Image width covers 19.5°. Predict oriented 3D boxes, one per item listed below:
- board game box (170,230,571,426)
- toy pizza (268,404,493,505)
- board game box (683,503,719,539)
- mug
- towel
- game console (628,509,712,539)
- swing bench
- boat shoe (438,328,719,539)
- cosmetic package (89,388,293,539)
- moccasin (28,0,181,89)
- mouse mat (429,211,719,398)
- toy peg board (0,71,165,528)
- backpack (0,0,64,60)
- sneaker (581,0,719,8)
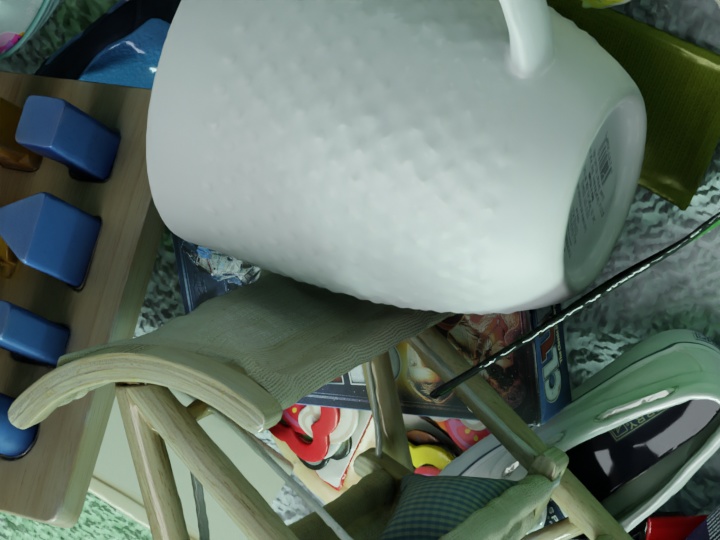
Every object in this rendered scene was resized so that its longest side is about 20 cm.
[{"bbox_3d":[0.000,0.000,1.017,0.199,0.035,0.137,2,111,31],"label":"board game box"},{"bbox_3d":[0.016,0.062,1.076,0.199,0.032,0.202,16,120,30],"label":"toy pizza"},{"bbox_3d":[0.221,0.177,1.030,0.164,0.057,0.200,10,141,-21],"label":"board game box"},{"bbox_3d":[0.021,-0.075,0.856,0.174,0.148,0.201,19,140,22],"label":"mug"},{"bbox_3d":[0.070,-0.098,0.951,0.199,0.018,0.086,25,138,9],"label":"towel"},{"bbox_3d":[0.148,0.166,1.143,0.172,0.118,0.201,44,147,36],"label":"game console"},{"bbox_3d":[-0.011,0.090,0.907,0.129,0.199,0.201,-29,89,33],"label":"swing bench"},{"bbox_3d":[0.095,0.105,1.004,0.074,0.065,0.200,42,107,-14],"label":"boat shoe"},{"bbox_3d":[-0.141,0.068,1.082,0.200,0.073,0.103,37,174,-33],"label":"cosmetic package"},{"bbox_3d":[-0.137,-0.075,1.063,0.080,0.069,0.200,36,134,-24],"label":"moccasin"},{"bbox_3d":[0.132,-0.011,0.877,0.200,0.161,0.008,-35,85,35],"label":"mouse mat"},{"bbox_3d":[-0.204,-0.007,0.950,0.198,0.201,0.098,9,169,31],"label":"toy peg board"},{"bbox_3d":[-0.202,-0.191,0.938,0.199,0.154,0.176,27,133,-4],"label":"backpack"},{"bbox_3d":[0.078,-0.144,0.862,0.199,0.076,0.077,11,131,24],"label":"sneaker"}]
